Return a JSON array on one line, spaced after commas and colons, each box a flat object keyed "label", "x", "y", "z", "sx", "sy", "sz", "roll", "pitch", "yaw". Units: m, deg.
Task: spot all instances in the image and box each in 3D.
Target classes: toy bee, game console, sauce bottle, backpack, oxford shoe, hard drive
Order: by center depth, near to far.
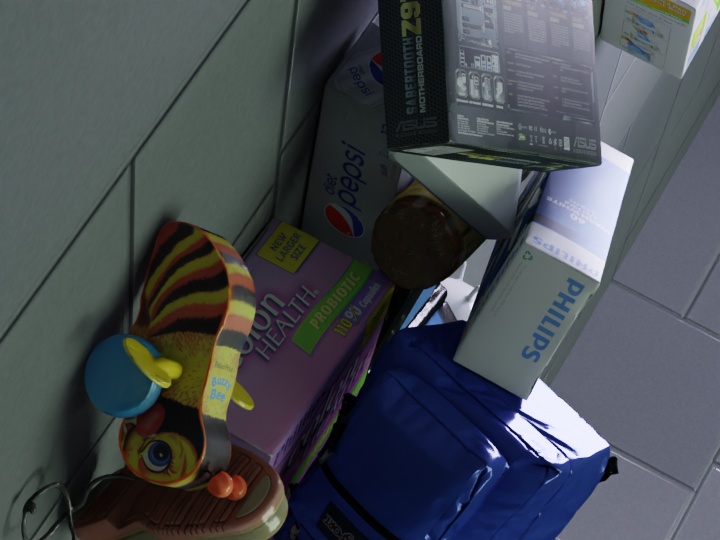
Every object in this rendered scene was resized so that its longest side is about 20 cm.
[{"label": "toy bee", "x": -0.099, "y": 0.081, "z": 1.418, "sx": 0.131, "sy": 0.108, "sz": 0.201, "roll": -19, "pitch": 129, "yaw": -57}, {"label": "oxford shoe", "x": -0.095, "y": 0.152, "z": 1.482, "sx": 0.071, "sy": 0.074, "sz": 0.200, "roll": -50, "pitch": -158, "yaw": -27}, {"label": "hard drive", "x": 0.073, "y": -0.138, "z": 1.620, "sx": 0.132, "sy": 0.027, "sz": 0.201, "roll": 38, "pitch": 54, "yaw": -49}, {"label": "backpack", "x": 0.032, "y": 0.152, "z": 1.634, "sx": 0.168, "sy": 0.163, "sz": 0.200, "roll": -4, "pitch": 132, "yaw": -54}, {"label": "sauce bottle", "x": 0.070, "y": -0.048, "z": 1.699, "sx": 0.200, "sy": 0.066, "sz": 0.066, "roll": -39, "pitch": 155, "yaw": -60}, {"label": "game console", "x": 0.075, "y": 0.047, "z": 1.814, "sx": 0.173, "sy": 0.118, "sz": 0.200, "roll": -60, "pitch": 175, "yaw": 25}]

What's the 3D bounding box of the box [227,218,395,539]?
[{"label": "box", "x": -0.073, "y": 0.102, "z": 1.672, "sx": 0.176, "sy": 0.096, "sz": 0.200, "roll": -54, "pitch": 166, "yaw": -40}]

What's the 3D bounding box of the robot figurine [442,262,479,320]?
[{"label": "robot figurine", "x": 0.058, "y": 0.090, "z": 2.251, "sx": 0.201, "sy": 0.113, "sz": 0.170, "roll": -65, "pitch": -152, "yaw": 14}]

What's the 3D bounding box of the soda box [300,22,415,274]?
[{"label": "soda box", "x": 0.009, "y": -0.075, "z": 1.700, "sx": 0.064, "sy": 0.068, "sz": 0.200, "roll": -54, "pitch": 166, "yaw": -30}]

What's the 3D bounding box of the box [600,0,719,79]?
[{"label": "box", "x": 0.321, "y": -0.299, "z": 2.582, "sx": 0.113, "sy": 0.101, "sz": 0.200, "roll": -60, "pitch": 170, "yaw": -12}]

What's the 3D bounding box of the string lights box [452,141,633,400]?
[{"label": "string lights box", "x": 0.125, "y": -0.009, "z": 1.665, "sx": 0.103, "sy": 0.059, "sz": 0.200, "roll": -60, "pitch": -178, "yaw": 28}]

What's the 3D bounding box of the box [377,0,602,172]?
[{"label": "box", "x": 0.083, "y": -0.147, "z": 1.564, "sx": 0.200, "sy": 0.051, "sz": 0.159, "roll": 2, "pitch": 84, "yaw": -58}]
